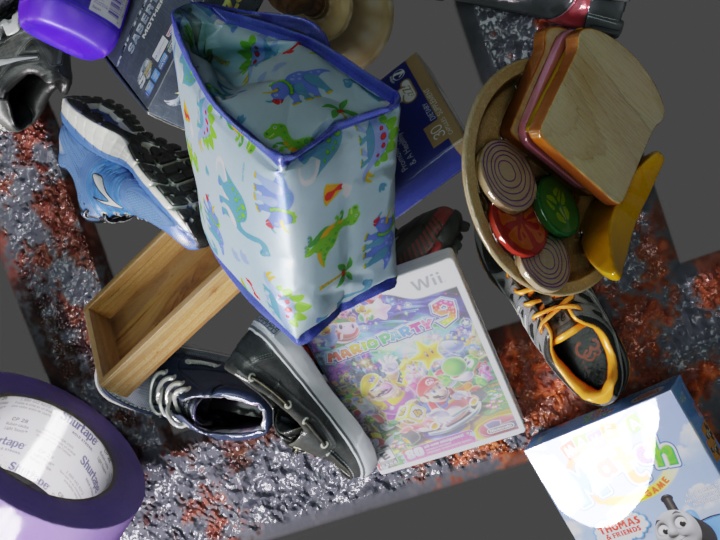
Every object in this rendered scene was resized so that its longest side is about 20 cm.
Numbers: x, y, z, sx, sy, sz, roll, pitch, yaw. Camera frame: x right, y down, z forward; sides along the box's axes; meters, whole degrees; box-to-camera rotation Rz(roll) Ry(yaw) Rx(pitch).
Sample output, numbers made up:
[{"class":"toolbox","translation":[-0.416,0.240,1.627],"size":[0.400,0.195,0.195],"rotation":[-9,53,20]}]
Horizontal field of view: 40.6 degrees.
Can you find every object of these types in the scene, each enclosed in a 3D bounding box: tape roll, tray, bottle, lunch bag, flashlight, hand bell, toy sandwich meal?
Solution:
[{"class":"tape roll","translation":[-0.297,0.186,0.863],"size":[0.199,0.200,0.086],"rotation":[37,103,3]},{"class":"tray","translation":[-0.162,0.010,0.866],"size":[0.200,0.037,0.099],"rotation":[-42,46,15]},{"class":"bottle","translation":[-0.218,-0.282,0.809],"size":[0.065,0.083,0.204],"rotation":[4,77,48]},{"class":"lunch bag","translation":[-0.065,-0.080,0.702],"size":[0.199,0.126,0.172],"rotation":[38,144,35]},{"class":"flashlight","translation":[0.119,-0.238,0.782],"size":[0.196,0.068,0.069],"rotation":[16,103,8]},{"class":"hand bell","translation":[-0.038,-0.207,0.750],"size":[0.102,0.200,0.106],"rotation":[2,99,10]},{"class":"toy sandwich meal","translation":[0.164,-0.082,0.753],"size":[0.070,0.203,0.209],"rotation":[-10,100,56]}]

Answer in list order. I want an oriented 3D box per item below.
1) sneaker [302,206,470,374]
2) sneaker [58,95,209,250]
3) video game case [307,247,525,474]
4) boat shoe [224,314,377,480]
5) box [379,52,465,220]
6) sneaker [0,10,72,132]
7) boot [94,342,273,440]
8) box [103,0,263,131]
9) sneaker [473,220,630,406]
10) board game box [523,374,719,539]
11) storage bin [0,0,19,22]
[{"class":"sneaker","translation":[0.000,0.000,0.841],"size":[0.200,0.071,0.098],"rotation":[-39,92,16]},{"class":"sneaker","translation":[-0.198,-0.073,0.861],"size":[0.199,0.078,0.090],"rotation":[38,119,27]},{"class":"video game case","translation":[0.045,0.084,0.825],"size":[0.141,0.018,0.202],"rotation":[-19,123,13]},{"class":"boat shoe","translation":[-0.050,0.119,0.820],"size":[0.057,0.068,0.201],"rotation":[-45,129,-17]},{"class":"box","translation":[-0.006,-0.079,0.813],"size":[0.199,0.032,0.122],"rotation":[-37,46,15]},{"class":"sneaker","translation":[-0.339,-0.157,0.876],"size":[0.197,0.066,0.092],"rotation":[-25,71,12]},{"class":"boot","translation":[-0.161,0.108,0.880],"size":[0.196,0.090,0.074],"rotation":[2,99,11]},{"class":"box","translation":[-0.135,-0.236,0.796],"size":[0.051,0.158,0.202],"rotation":[21,108,-38]},{"class":"sneaker","translation":[0.162,0.025,0.811],"size":[0.078,0.077,0.201],"rotation":[-36,89,16]},{"class":"board game box","translation":[0.249,0.206,0.815],"size":[0.150,0.036,0.202],"rotation":[-31,89,36]},{"class":"storage bin","translation":[-0.362,-0.289,0.854],"size":[0.197,0.094,0.137],"rotation":[-25,91,14]}]
